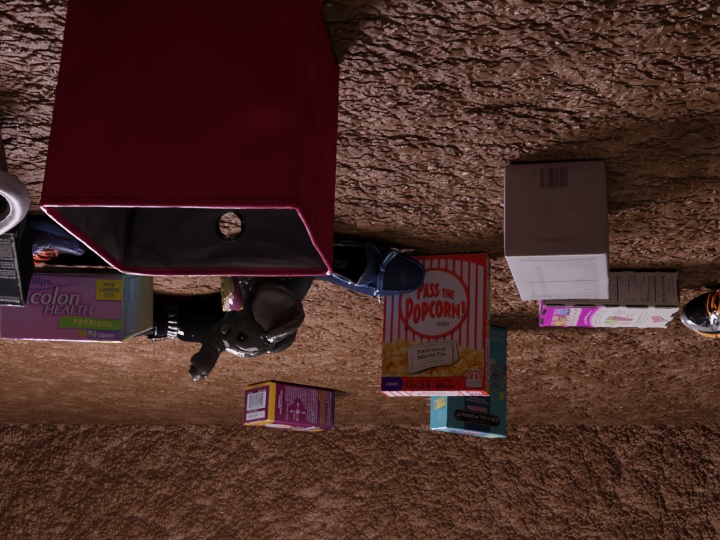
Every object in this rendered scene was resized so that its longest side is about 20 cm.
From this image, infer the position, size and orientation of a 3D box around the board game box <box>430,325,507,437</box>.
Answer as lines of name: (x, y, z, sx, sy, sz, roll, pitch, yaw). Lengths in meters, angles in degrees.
board game box: (0.197, 0.194, 2.024, 0.151, 0.200, 0.047, 14, 161, -37)

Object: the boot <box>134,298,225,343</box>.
boot: (-0.321, 0.083, 1.921, 0.158, 0.080, 0.211, 14, 162, -37)

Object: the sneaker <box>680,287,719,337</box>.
sneaker: (0.569, 0.046, 1.678, 0.200, 0.078, 0.077, -15, 144, 40)

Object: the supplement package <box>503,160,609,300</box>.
supplement package: (0.233, -0.041, 1.308, 0.113, 0.110, 0.200, -1, 164, 13)

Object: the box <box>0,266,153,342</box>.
box: (-0.414, 0.047, 1.664, 0.175, 0.097, 0.200, 2, -178, 2)

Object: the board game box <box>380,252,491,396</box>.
board game box: (0.109, 0.078, 1.604, 0.151, 0.200, 0.046, -3, 164, 16)

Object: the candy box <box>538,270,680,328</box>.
candy box: (0.375, 0.044, 1.704, 0.200, 0.061, 0.136, 1, 165, 6)

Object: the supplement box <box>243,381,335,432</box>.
supplement box: (-0.182, 0.350, 2.858, 0.200, 0.103, 0.131, 11, 162, -33)

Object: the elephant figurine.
elephant figurine: (-0.138, 0.063, 1.579, 0.155, 0.200, 0.141, -6, 163, 28)

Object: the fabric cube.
fabric cube: (-0.125, -0.115, 0.916, 0.196, 0.200, 0.200, 0, 165, 6)

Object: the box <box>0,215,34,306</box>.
box: (-0.529, -0.032, 1.429, 0.200, 0.079, 0.141, 4, 134, -6)

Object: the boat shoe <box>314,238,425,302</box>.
boat shoe: (0.000, 0.000, 1.548, 0.200, 0.084, 0.069, 5, 177, -19)

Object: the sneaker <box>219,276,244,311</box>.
sneaker: (-0.167, 0.032, 1.742, 0.090, 0.075, 0.200, -6, 171, 0)

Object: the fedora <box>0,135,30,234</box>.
fedora: (-0.448, -0.105, 1.211, 0.177, 0.091, 0.200, 8, 157, -27)

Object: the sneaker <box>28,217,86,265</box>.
sneaker: (-0.466, -0.024, 1.543, 0.200, 0.079, 0.075, -3, 165, 20)
